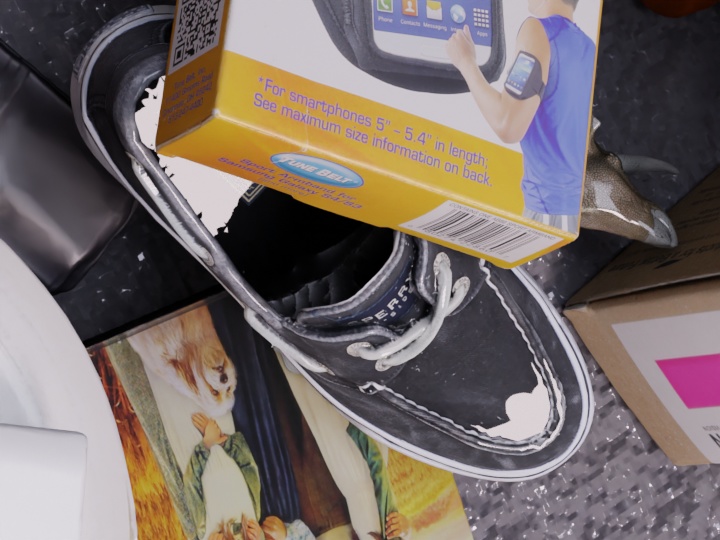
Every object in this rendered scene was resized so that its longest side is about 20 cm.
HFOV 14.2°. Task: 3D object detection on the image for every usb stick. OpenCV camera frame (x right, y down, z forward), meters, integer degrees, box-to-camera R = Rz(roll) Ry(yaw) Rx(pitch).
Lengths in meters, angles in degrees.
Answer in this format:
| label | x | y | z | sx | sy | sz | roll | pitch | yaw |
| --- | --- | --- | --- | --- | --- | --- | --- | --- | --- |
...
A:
| label | x | y | z | sx | sy | sz | roll | pitch | yaw |
| --- | --- | --- | --- | --- | --- | --- | --- | --- | --- |
| usb stick | -0.149 | -0.069 | 0.860 | 0.200 | 0.033 | 0.056 | 41 | 77 | -18 |

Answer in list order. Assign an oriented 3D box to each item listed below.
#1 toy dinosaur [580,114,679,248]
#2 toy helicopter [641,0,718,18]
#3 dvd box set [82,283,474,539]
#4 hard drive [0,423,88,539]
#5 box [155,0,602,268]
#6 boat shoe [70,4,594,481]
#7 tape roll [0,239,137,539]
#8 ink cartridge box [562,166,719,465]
| label | x | y | z | sx | sy | sz | roll | pitch | yaw |
| --- | --- | --- | --- | --- | --- | --- | --- | --- | --- |
| toy dinosaur | 0.031 | -0.079 | 0.912 | 0.077 | 0.102 | 0.201 | -22 | 103 | 13 |
| toy helicopter | 0.153 | -0.157 | 0.927 | 0.079 | 0.132 | 0.201 | -18 | 126 | -26 |
| dvd box set | -0.019 | 0.102 | 0.886 | 0.146 | 0.029 | 0.201 | -22 | 96 | -45 |
| hard drive | -0.167 | 0.094 | 0.687 | 0.199 | 0.027 | 0.133 | 8 | 83 | -25 |
| box | 0.014 | -0.113 | 0.819 | 0.118 | 0.041 | 0.201 | 17 | 70 | -27 |
| boat shoe | 0.000 | 0.000 | 0.843 | 0.072 | 0.068 | 0.200 | -46 | 113 | 0 |
| tape roll | -0.177 | 0.072 | 0.775 | 0.202 | 0.139 | 0.204 | 2 | 85 | -25 |
| ink cartridge box | 0.183 | -0.016 | 0.925 | 0.165 | 0.200 | 0.075 | -40 | 102 | -22 |
